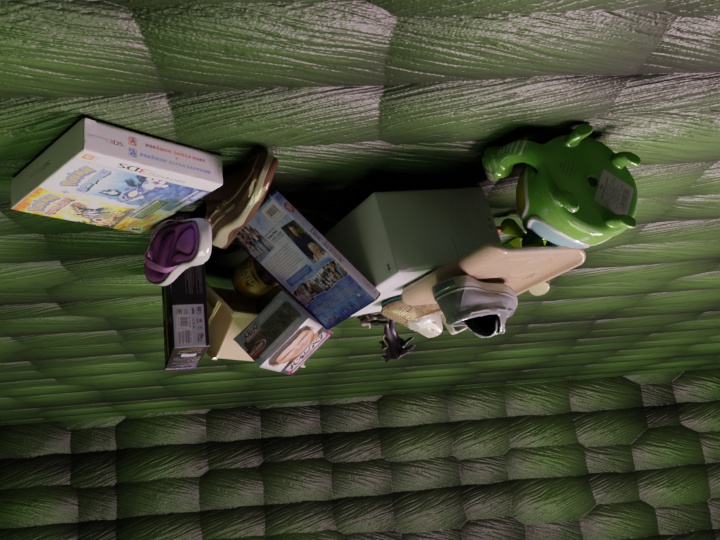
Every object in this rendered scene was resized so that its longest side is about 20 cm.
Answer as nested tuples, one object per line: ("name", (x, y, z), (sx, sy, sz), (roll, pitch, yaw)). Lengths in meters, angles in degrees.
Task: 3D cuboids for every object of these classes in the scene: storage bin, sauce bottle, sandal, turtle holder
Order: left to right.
("sandal", (-0.258, -0.032, 1.043), (0.050, 0.083, 0.202), (6, 163, -36))
("storage bin", (-0.199, 0.073, 1.350), (0.200, 0.094, 0.198), (11, -160, -44))
("sauce bottle", (-0.142, -0.007, 1.205), (0.066, 0.066, 0.200), (3, 162, -26))
("turtle holder", (0.254, -0.096, 1.003), (0.185, 0.141, 0.132), (-1, 164, -22))

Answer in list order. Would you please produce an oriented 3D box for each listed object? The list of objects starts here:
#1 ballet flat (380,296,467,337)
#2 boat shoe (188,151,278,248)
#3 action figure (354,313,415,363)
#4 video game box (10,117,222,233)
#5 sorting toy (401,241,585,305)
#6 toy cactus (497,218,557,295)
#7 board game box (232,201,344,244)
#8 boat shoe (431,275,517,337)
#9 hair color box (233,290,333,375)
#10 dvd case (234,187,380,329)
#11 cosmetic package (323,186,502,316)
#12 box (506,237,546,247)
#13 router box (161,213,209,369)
("ballet flat", (0.121, 0.065, 1.169), (0.200, 0.065, 0.070), (-7, 163, -33))
("boat shoe", (-0.174, -0.093, 1.007), (0.075, 0.075, 0.202), (26, 143, -16))
("action figure", (0.023, 0.053, 1.353), (0.102, 0.200, 0.119), (-34, -174, 15))
("video game box", (-0.299, -0.108, 0.960), (0.182, 0.047, 0.200), (13, 155, -42))
("sorting toy", (0.181, 0.001, 1.077), (0.200, 0.037, 0.185), (3, 156, -41))
("toy cactus", (0.269, -0.021, 1.222), (0.200, 0.165, 0.102), (-19, 127, 21))
("board game box", (-0.119, -0.064, 1.182), (0.200, 0.028, 0.135), (12, 156, -43))
("boat shoe", (0.159, 0.057, 1.051), (0.070, 0.072, 0.201), (-24, 160, 28))
("hair color box", (-0.111, 0.100, 1.188), (0.099, 0.061, 0.200), (-45, 166, -2))
("dvd case", (-0.080, -0.010, 1.075), (0.200, 0.018, 0.143), (44, 144, -8))
("cosmetic package", (0.063, -0.025, 1.142), (0.200, 0.123, 0.199), (-8, 164, -35))
("box", (0.289, -0.006, 1.463), (0.122, 0.048, 0.200), (4, 161, -26))
("router box", (-0.265, 0.035, 1.167), (0.052, 0.201, 0.157), (-1, 163, -19))
